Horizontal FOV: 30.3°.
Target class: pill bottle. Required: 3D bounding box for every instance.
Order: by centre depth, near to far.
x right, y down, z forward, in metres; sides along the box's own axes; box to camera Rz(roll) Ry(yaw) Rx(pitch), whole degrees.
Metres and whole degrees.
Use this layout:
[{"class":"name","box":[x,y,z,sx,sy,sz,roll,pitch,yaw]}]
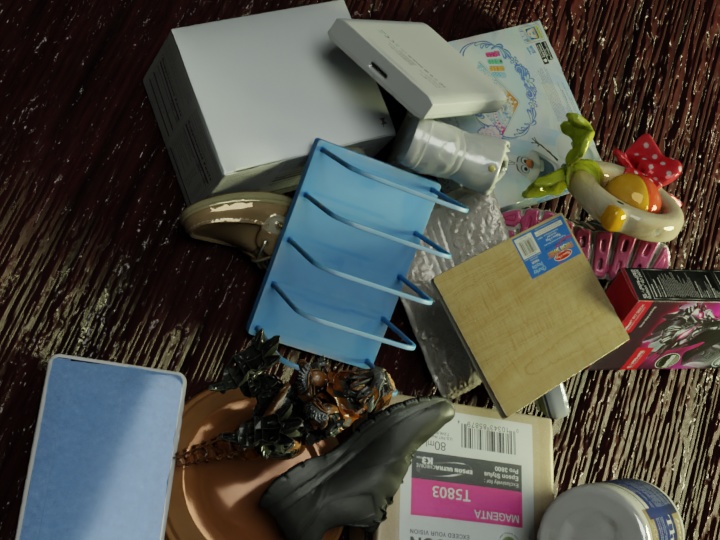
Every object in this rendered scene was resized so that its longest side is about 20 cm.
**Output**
[{"class":"pill bottle","box":[0.254,0.262,1.305,0.199,0.110,0.112,12,60,-63]}]

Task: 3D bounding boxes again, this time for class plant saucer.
[{"class":"plant saucer","box":[-0.098,0.199,1.249,0.198,0.037,0.203,9,67,-22]}]

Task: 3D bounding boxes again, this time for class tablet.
[{"class":"tablet","box":[-0.232,0.179,1.194,0.129,0.014,0.202,9,68,-8]}]

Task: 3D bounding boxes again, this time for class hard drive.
[{"class":"hard drive","box":[0.062,-0.207,1.355,0.132,0.026,0.200,44,24,14]}]

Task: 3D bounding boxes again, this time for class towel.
[{"class":"towel","box":[0.108,0.018,1.375,0.131,0.034,0.202,-23,80,8]}]

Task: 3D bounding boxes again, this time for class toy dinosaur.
[{"class":"toy dinosaur","box":[-0.068,0.135,1.182,0.200,0.136,0.102,-42,62,-3]}]

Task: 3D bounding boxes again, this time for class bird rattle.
[{"class":"bird rattle","box":[0.278,-0.079,1.428,0.198,0.113,0.164,16,29,-34]}]

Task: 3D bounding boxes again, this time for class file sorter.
[{"class":"file sorter","box":[0.000,0.000,1.263,0.137,0.123,0.202,18,98,-22]}]

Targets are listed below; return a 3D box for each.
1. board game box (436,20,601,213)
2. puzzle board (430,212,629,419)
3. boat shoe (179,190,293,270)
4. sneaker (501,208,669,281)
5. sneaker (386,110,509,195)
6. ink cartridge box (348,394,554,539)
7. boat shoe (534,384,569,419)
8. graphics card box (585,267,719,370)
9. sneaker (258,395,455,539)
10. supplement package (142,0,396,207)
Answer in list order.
[{"class":"board game box","box":[0.157,-0.168,1.499,0.197,0.043,0.202,-17,80,-30]},{"class":"puzzle board","box":[0.171,0.042,1.334,0.199,0.017,0.152,-26,85,-38]},{"class":"boat shoe","box":[-0.082,-0.034,1.322,0.198,0.071,0.065,3,70,-26]},{"class":"sneaker","box":[0.237,-0.024,1.472,0.197,0.087,0.075,8,92,1]},{"class":"sneaker","box":[0.092,-0.117,1.368,0.114,0.200,0.074,20,99,-7]},{"class":"ink cartridge box","box":[0.091,0.219,1.309,0.198,0.075,0.167,10,66,-22]},{"class":"boat shoe","box":[0.162,0.067,1.412,0.061,0.072,0.202,-23,82,8]},{"class":"graphics card box","box":[0.345,0.054,1.457,0.198,0.126,0.051,1,49,-26]},{"class":"sneaker","box":[0.009,0.187,1.217,0.199,0.076,0.091,-33,82,-4]},{"class":"supplement package","box":[-0.093,-0.166,1.342,0.198,0.111,0.157,-16,79,-29]}]
